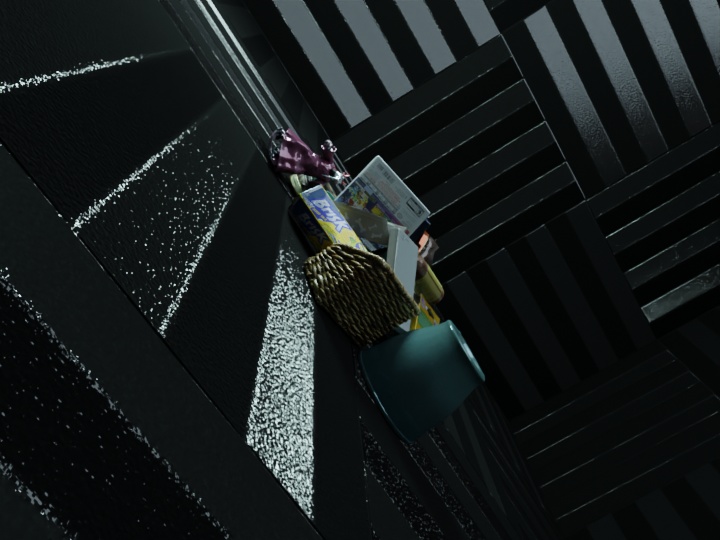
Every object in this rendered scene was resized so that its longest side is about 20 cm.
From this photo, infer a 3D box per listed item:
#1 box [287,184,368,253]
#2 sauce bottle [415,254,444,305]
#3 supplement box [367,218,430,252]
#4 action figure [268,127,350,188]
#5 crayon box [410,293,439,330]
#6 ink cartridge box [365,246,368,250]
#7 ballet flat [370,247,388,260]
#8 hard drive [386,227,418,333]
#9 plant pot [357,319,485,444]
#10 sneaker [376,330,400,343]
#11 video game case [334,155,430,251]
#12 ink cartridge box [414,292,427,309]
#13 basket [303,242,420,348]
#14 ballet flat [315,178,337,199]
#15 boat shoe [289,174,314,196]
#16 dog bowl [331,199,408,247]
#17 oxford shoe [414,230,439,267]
[{"bbox_3d":[-0.064,-0.078,1.456,0.070,0.064,0.200,-30,81,-40],"label":"box"},{"bbox_3d":[0.136,0.003,1.652,0.200,0.066,0.066,55,8,-38],"label":"sauce bottle"},{"bbox_3d":[0.040,-0.131,1.818,0.200,0.200,0.134,40,12,-14],"label":"supplement box"},{"bbox_3d":[-0.121,-0.243,1.619,0.200,0.134,0.149,24,-2,-24],"label":"action figure"},{"bbox_3d":[0.135,0.173,1.652,0.126,0.052,0.200,52,40,-43],"label":"crayon box"},{"bbox_3d":[0.000,0.000,1.677,0.200,0.076,0.136,61,7,4],"label":"ink cartridge box"},{"bbox_3d":[-0.002,0.003,1.547,0.200,0.068,0.068,-27,112,-42],"label":"ballet flat"},{"bbox_3d":[0.085,0.025,1.489,0.132,0.026,0.200,38,56,-60],"label":"hard drive"},{"bbox_3d":[0.126,0.196,1.316,0.200,0.188,0.200,57,7,-11],"label":"plant pot"},{"bbox_3d":[0.046,0.124,1.531,0.091,0.076,0.200,-9,77,-57],"label":"sneaker"},{"bbox_3d":[0.050,-0.150,1.703,0.200,0.182,0.023,46,-16,-14],"label":"video game case"},{"bbox_3d":[0.114,0.082,1.775,0.067,0.116,0.200,57,26,-12],"label":"ink cartridge box"},{"bbox_3d":[0.003,0.027,1.332,0.200,0.149,0.143,50,12,-45],"label":"basket"},{"bbox_3d":[-0.114,-0.228,1.907,0.200,0.068,0.072,55,-12,-27],"label":"ballet flat"},{"bbox_3d":[-0.106,-0.156,1.640,0.200,0.065,0.073,62,7,17],"label":"boat shoe"},{"bbox_3d":[0.006,-0.104,1.560,0.200,0.059,0.200,20,4,-1],"label":"dog bowl"},{"bbox_3d":[0.145,-0.010,1.753,0.073,0.200,0.071,38,-29,-14],"label":"oxford shoe"}]
